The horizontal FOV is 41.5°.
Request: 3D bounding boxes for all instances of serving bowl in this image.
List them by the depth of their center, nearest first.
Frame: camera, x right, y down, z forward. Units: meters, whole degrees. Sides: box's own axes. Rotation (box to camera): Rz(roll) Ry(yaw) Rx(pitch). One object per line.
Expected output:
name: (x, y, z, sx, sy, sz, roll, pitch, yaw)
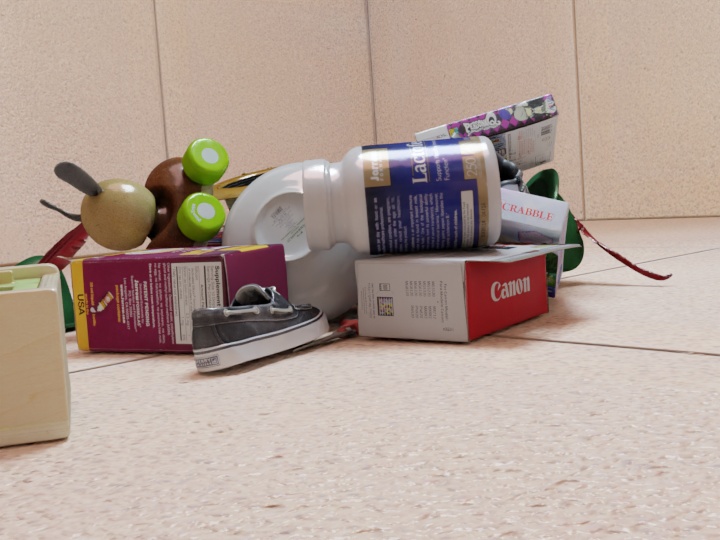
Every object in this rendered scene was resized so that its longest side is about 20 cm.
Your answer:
serving bowl: (-0.074, -0.040, 1.099, 0.199, 0.201, 0.066, -3, -19, 13)

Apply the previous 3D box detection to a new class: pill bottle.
pill bottle: (0.041, -0.075, 0.994, 0.199, 0.117, 0.116, -5, 5, 0)

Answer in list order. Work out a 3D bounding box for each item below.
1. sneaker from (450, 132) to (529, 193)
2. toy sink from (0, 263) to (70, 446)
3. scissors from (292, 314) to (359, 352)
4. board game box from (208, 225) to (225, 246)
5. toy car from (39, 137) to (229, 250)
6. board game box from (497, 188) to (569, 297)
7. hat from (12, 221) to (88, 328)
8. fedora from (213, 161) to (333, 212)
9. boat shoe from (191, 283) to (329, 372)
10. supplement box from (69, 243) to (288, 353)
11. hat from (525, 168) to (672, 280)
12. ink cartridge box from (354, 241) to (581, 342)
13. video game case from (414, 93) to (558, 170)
sneaker: (0.116, -0.120, 1.178, 0.199, 0.078, 0.140, 9, -31, 25)
toy sink: (-0.288, 0.057, 0.712, 0.130, 0.113, 0.200, -5, 5, -16)
scissors: (-0.008, 0.063, 1.006, 0.073, 0.014, 0.200, -3, 4, 16)
board game box: (-0.153, -0.043, 1.314, 0.199, 0.020, 0.103, -1, 16, 18)
toy car: (-0.283, -0.083, 1.164, 0.199, 0.159, 0.164, 14, -34, -24)
board game box: (0.147, -0.043, 1.149, 0.199, 0.041, 0.200, 14, -20, 16)
hat: (-0.438, -0.011, 1.251, 0.199, 0.177, 0.165, -7, 5, -33)
fedora: (-0.114, -0.091, 1.283, 0.199, 0.082, 0.201, -11, 15, 3)
boat shoe: (-0.097, 0.046, 0.926, 0.071, 0.068, 0.200, -10, 2, 31)
supplement box: (-0.195, 0.029, 1.036, 0.199, 0.104, 0.131, -1, 5, 24)
hat: (0.310, -0.029, 1.367, 0.175, 0.166, 0.200, 24, 36, -10)
ink cartridge box: (0.121, 0.018, 1.007, 0.175, 0.084, 0.200, 0, 7, 35)
video game case: (0.172, -0.164, 1.277, 0.180, 0.036, 0.200, -16, -12, 7)
